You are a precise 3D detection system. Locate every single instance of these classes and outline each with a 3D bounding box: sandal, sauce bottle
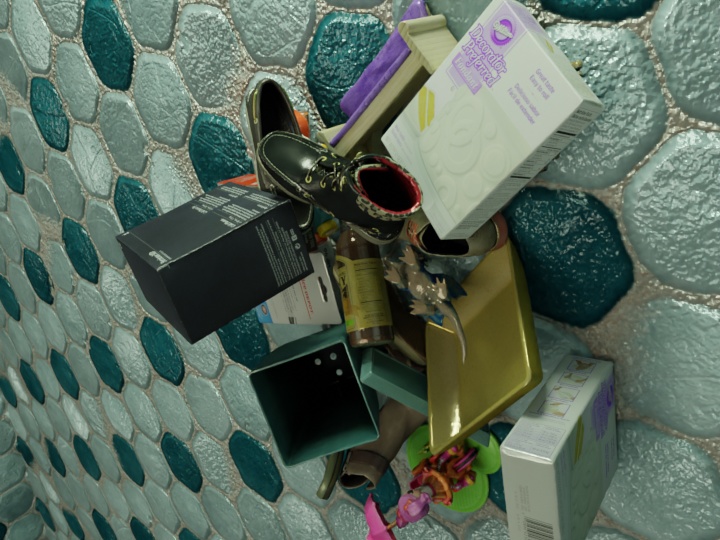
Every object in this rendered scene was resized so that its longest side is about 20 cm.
[{"bbox_3d":[-0.045,0.255,0.987,0.056,0.203,0.081,14,130,3],"label":"sandal"},{"bbox_3d":[0.000,0.000,0.845,0.064,0.064,0.204,-23,72,46],"label":"sauce bottle"}]

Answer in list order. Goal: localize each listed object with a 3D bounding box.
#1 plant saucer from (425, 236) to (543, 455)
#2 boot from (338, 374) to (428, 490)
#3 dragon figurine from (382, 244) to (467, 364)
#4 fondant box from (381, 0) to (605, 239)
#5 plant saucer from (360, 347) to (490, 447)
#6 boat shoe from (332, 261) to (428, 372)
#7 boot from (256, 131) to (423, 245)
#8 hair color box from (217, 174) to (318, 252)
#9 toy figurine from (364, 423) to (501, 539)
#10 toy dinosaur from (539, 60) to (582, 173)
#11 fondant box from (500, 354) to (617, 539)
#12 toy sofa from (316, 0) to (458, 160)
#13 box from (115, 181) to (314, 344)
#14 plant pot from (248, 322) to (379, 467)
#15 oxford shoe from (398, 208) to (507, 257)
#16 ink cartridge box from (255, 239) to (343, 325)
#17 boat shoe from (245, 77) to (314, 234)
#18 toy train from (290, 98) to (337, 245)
[{"bbox_3d":[0.149,0.097,0.761,0.048,0.203,0.201,19,137,-17],"label":"plant saucer"},{"bbox_3d":[0.043,0.244,0.919,0.070,0.147,0.200,38,140,-2],"label":"boot"},{"bbox_3d":[0.092,0.030,0.793,0.059,0.099,0.200,-50,59,10],"label":"dragon figurine"},{"bbox_3d":[0.126,-0.150,0.654,0.200,0.058,0.146,-45,63,35],"label":"fondant box"},{"bbox_3d":[0.089,0.164,0.838,0.198,0.070,0.019,28,116,-11],"label":"plant saucer"},{"bbox_3d":[0.026,0.069,0.912,0.200,0.072,0.072,44,134,10],"label":"boat shoe"},{"bbox_3d":[-0.024,-0.108,0.706,0.202,0.074,0.154,33,170,-4],"label":"boot"},{"bbox_3d":[-0.145,-0.085,0.960,0.199,0.063,0.113,12,119,57],"label":"hair color box"},{"bbox_3d":[0.090,0.321,0.893,0.151,0.183,0.200,51,135,10],"label":"toy figurine"},{"bbox_3d":[0.167,-0.154,0.693,0.198,0.058,0.103,-20,81,43],"label":"toy dinosaur"},{"bbox_3d":[0.223,0.205,0.687,0.057,0.199,0.147,3,113,36],"label":"fondant box"},{"bbox_3d":[0.026,-0.218,0.757,0.098,0.082,0.200,54,136,5],"label":"toy sofa"},{"bbox_3d":[-0.191,-0.021,0.818,0.199,0.180,0.106,23,136,54],"label":"box"},{"bbox_3d":[-0.053,0.157,0.925,0.139,0.200,0.144,-19,100,9],"label":"plant pot"},{"bbox_3d":[0.082,-0.058,0.784,0.198,0.074,0.072,11,116,47],"label":"oxford shoe"},{"bbox_3d":[-0.092,0.019,0.996,0.198,0.067,0.118,-2,109,44],"label":"ink cartridge box"},{"bbox_3d":[-0.104,-0.146,0.828,0.060,0.071,0.205,170,83,-71],"label":"boat shoe"},{"bbox_3d":[-0.070,-0.141,0.912,0.150,0.055,0.203,37,140,46],"label":"toy train"}]
